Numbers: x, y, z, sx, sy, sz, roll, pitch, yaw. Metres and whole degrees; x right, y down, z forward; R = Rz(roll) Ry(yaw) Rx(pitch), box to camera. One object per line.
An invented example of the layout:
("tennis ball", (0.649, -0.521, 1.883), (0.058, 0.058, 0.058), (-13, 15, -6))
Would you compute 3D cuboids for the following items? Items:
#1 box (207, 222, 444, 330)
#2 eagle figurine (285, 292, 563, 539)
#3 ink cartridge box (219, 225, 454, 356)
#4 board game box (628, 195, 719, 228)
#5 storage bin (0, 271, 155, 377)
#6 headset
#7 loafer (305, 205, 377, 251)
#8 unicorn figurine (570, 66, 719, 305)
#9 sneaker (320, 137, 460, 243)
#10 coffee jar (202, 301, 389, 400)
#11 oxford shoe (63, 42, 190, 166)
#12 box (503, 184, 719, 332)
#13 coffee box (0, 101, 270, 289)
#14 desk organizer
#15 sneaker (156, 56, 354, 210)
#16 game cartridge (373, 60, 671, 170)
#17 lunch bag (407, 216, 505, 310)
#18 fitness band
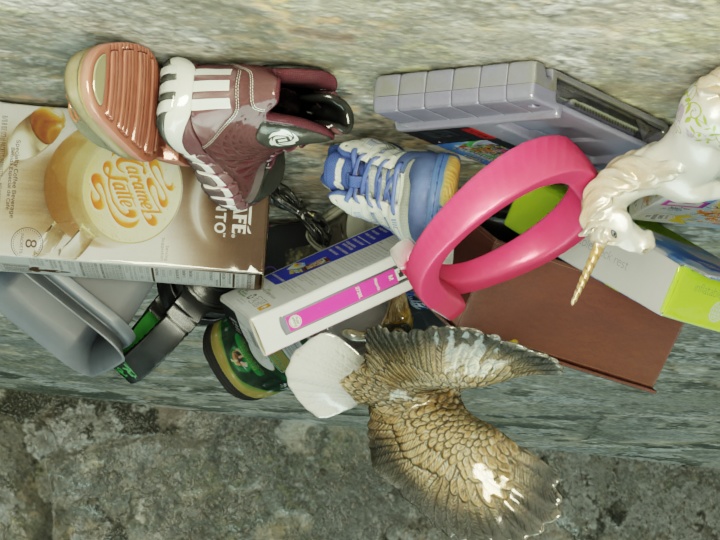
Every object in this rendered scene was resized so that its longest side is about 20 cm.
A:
("box", (-0.021, 0.019, 2.164), (0.199, 0.107, 0.122), (-2, 168, 34))
("eagle figurine", (0.058, 0.088, 1.762), (0.152, 0.151, 0.200), (37, -175, -32))
("ink cartridge box", (0.000, 0.000, 1.820), (0.199, 0.037, 0.095), (-26, -164, -11))
("board game box", (0.284, -0.063, 1.759), (0.134, 0.034, 0.200), (6, 171, -9))
("storage bin", (-0.213, -0.018, 1.919), (0.145, 0.135, 0.200), (39, 164, -7))
("headset", (-0.114, 0.016, 1.957), (0.094, 0.200, 0.123), (41, 173, -10))
("loafer", (0.023, -0.030, 1.964), (0.069, 0.070, 0.200), (-1, 174, -28))
("unicorn figurine", (0.220, -0.068, 1.573), (0.137, 0.074, 0.201), (5, 133, -12))
("sneaker", (0.017, -0.054, 1.732), (0.088, 0.076, 0.200), (12, -178, -9))
("coffee jar", (-0.049, 0.046, 1.998), (0.104, 0.086, 0.200), (-33, -175, -28))
("oxford shoe", (-0.163, -0.104, 1.604), (0.073, 0.071, 0.200), (5, 171, 14))
("box", (0.217, -0.007, 1.846), (0.122, 0.048, 0.200), (13, -166, -44))
("coffee box", (-0.164, -0.053, 1.778), (0.199, 0.115, 0.080), (4, 170, -3))
("desk organizer", (0.151, 0.024, 1.899), (0.199, 0.077, 0.072), (18, -166, -31))
("sneaker", (-0.053, -0.088, 1.640), (0.115, 0.076, 0.200), (-2, 168, 15))
("game cartridge", (0.112, -0.097, 1.640), (0.129, 0.039, 0.200), (-7, 166, 35))
("lunch bag", (0.144, 0.003, 2.022), (0.199, 0.083, 0.160), (8, 177, -32))
("fitness band", (0.095, -0.029, 1.636), (0.143, 0.038, 0.200), (-36, 163, 6))
